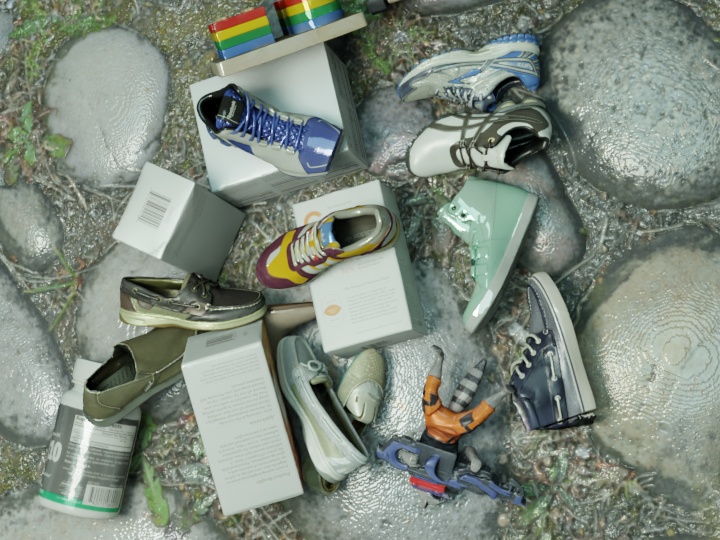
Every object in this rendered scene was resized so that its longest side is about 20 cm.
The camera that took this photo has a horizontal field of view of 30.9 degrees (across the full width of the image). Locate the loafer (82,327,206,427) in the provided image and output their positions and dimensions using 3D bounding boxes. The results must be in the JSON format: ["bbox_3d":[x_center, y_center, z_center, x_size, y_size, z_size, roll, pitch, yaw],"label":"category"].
[{"bbox_3d":[-0.282,0.121,1.700,0.075,0.070,0.200,33,63,29],"label":"loafer"}]

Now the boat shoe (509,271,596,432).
[{"bbox_3d":[0.223,0.107,1.637,0.092,0.075,0.202,-16,78,-7],"label":"boat shoe"}]

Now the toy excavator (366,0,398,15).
[{"bbox_3d":[0.042,-0.467,1.759,0.099,0.195,0.202,-14,106,13],"label":"toy excavator"}]

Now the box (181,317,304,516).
[{"bbox_3d":[-0.148,0.182,1.654,0.105,0.152,0.202,-15,101,-2],"label":"box"}]

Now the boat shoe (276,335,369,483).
[{"bbox_3d":[-0.048,0.167,1.655,0.064,0.074,0.204,-34,60,22],"label":"boat shoe"}]

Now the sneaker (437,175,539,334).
[{"bbox_3d":[0.144,-0.024,1.686,0.117,0.074,0.202,21,78,10],"label":"sneaker"}]

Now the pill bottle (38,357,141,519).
[{"bbox_3d":[-0.361,0.227,1.767,0.112,0.113,0.203,11,84,16],"label":"pill bottle"}]

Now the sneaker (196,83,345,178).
[{"bbox_3d":[-0.128,-0.179,1.648,0.197,0.115,0.081,19,89,16],"label":"sneaker"}]

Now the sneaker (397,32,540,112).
[{"bbox_3d":[0.145,-0.248,1.721,0.198,0.077,0.086,-15,82,13],"label":"sneaker"}]

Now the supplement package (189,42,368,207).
[{"bbox_3d":[-0.109,-0.195,1.763,0.198,0.111,0.158,-16,78,12],"label":"supplement package"}]

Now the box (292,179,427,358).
[{"bbox_3d":[0.000,0.000,1.711,0.123,0.097,0.203,-15,79,13],"label":"box"}]

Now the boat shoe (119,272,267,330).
[{"bbox_3d":[-0.221,0.037,1.698,0.197,0.073,0.066,-2,114,4],"label":"boat shoe"}]

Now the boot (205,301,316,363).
[{"bbox_3d":[-0.138,0.122,1.752,0.197,0.070,0.148,-7,86,15],"label":"boot"}]

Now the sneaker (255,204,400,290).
[{"bbox_3d":[-0.050,-0.036,1.631,0.198,0.090,0.076,-24,77,11],"label":"sneaker"}]

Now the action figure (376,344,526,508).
[{"bbox_3d":[0.132,0.218,1.650,0.198,0.105,0.195,25,104,6],"label":"action figure"}]

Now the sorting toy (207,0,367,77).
[{"bbox_3d":[-0.106,-0.321,1.706,0.197,0.200,0.070,-20,102,-5],"label":"sorting toy"}]

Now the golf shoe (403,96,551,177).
[{"bbox_3d":[0.152,-0.162,1.680,0.198,0.078,0.095,-21,33,8],"label":"golf shoe"}]

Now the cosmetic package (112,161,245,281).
[{"bbox_3d":[-0.236,-0.060,1.731,0.080,0.200,0.114,24,85,16],"label":"cosmetic package"}]

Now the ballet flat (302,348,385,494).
[{"bbox_3d":[-0.010,0.201,1.698,0.062,0.067,0.202,33,100,52],"label":"ballet flat"}]
